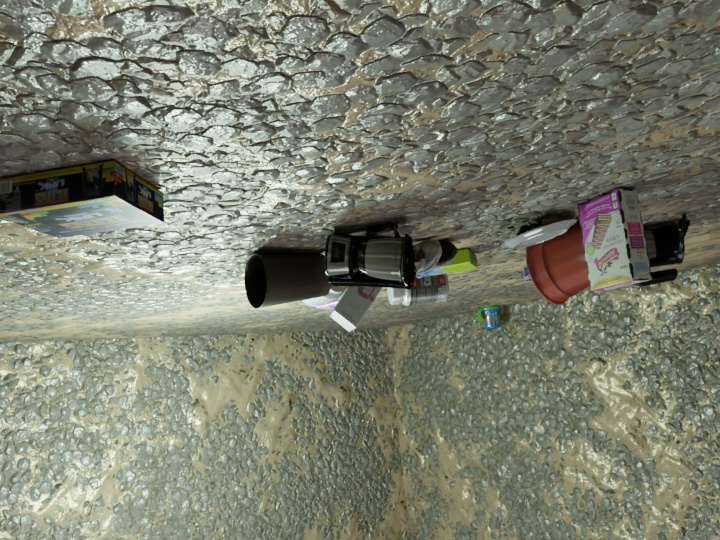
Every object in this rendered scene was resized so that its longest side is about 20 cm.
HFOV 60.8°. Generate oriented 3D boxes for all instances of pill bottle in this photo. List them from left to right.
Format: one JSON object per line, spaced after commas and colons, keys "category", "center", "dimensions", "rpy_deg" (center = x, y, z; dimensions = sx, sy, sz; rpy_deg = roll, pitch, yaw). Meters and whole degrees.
{"category": "pill bottle", "center": [-0.106, 0.040, 1.821], "dimensions": [0.106, 0.112, 0.199], "rpy_deg": [-1, 168, -26]}
{"category": "pill bottle", "center": [0.196, 0.059, 2.105], "dimensions": [0.194, 0.118, 0.114], "rpy_deg": [-5, 170, -9]}

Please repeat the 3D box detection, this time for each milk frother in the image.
{"category": "milk frother", "center": [0.826, -0.080, 1.753], "dimensions": [0.182, 0.183, 0.204], "rpy_deg": [-8, 127, 11]}

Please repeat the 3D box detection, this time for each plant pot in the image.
{"category": "plant pot", "center": [0.581, -0.036, 1.644], "dimensions": [0.197, 0.206, 0.194], "rpy_deg": [2, 159, -38]}

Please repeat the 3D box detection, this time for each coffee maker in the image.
{"category": "coffee maker", "center": [0.024, -0.011, 1.446], "dimensions": [0.194, 0.137, 0.194], "rpy_deg": [3, 144, 14]}

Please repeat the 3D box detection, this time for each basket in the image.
{"category": "basket", "center": [-0.185, 0.020, 1.609], "dimensions": [0.195, 0.140, 0.179], "rpy_deg": [-5, 172, -30]}

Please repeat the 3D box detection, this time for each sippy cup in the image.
{"category": "sippy cup", "center": [0.786, 0.286, 3.706], "dimensions": [0.172, 0.134, 0.140], "rpy_deg": [-7, 171, -1]}

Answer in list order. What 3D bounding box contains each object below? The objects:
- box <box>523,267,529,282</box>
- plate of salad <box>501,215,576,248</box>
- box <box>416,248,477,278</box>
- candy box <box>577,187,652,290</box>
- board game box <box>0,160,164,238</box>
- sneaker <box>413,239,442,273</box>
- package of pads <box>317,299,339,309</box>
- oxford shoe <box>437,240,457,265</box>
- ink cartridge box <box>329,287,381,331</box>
{"category": "box", "center": [0.676, 0.008, 2.307], "dimensions": [0.116, 0.043, 0.200], "rpy_deg": [-10, 167, 16]}
{"category": "plate of salad", "center": [0.450, -0.102, 1.562], "dimensions": [0.195, 0.049, 0.200], "rpy_deg": [-17, 170, -3]}
{"category": "box", "center": [0.253, -0.019, 1.894], "dimensions": [0.195, 0.049, 0.121], "rpy_deg": [-10, 169, 21]}
{"category": "candy box", "center": [0.568, -0.066, 1.382], "dimensions": [0.059, 0.206, 0.136], "rpy_deg": [-3, 169, -21]}
{"category": "board game box", "center": [-0.432, -0.105, 0.956], "dimensions": [0.194, 0.058, 0.165], "rpy_deg": [-8, 169, 7]}
{"category": "sneaker", "center": [0.127, -0.018, 1.620], "dimensions": [0.197, 0.079, 0.082], "rpy_deg": [-30, 170, 9]}
{"category": "package of pads", "center": [-0.067, 0.091, 2.233], "dimensions": [0.197, 0.078, 0.119], "rpy_deg": [-16, 169, 42]}
{"category": "oxford shoe", "center": [0.181, -0.031, 1.718], "dimensions": [0.195, 0.075, 0.084], "rpy_deg": [-10, 174, 26]}
{"category": "ink cartridge box", "center": [0.002, 0.066, 1.776], "dimensions": [0.084, 0.202, 0.145], "rpy_deg": [36, 166, -1]}
